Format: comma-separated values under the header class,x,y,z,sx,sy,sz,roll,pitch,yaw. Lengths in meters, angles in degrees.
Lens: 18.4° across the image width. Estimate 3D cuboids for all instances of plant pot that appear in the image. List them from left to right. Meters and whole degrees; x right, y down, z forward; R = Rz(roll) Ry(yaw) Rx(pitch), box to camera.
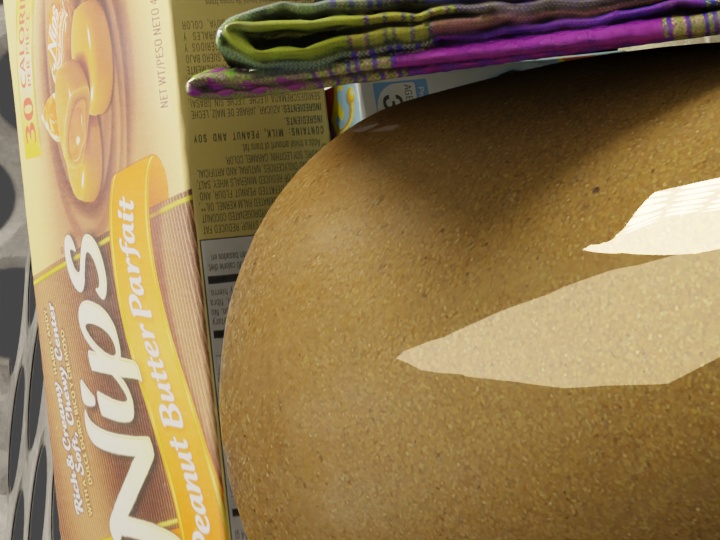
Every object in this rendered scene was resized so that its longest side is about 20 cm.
class,x,y,z,sx,sy,sz,roll,pitch,yaw
plant pot,0.091,0.018,0.535,0.200,0.186,0.186,-26,59,59

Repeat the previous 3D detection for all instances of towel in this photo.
class,x,y,z,sx,sy,sz,roll,pitch,yaw
towel,0.063,-0.065,0.546,0.144,0.200,0.023,-63,-34,-83

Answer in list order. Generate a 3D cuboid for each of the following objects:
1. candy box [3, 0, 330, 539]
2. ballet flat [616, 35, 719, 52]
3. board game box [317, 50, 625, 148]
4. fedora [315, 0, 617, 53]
class,x,y,z,sx,sy,sz,roll,pitch,yaw
candy box,-0.056,-0.004,0.689,0.115,0.055,0.200,-4,93,58
ballet flat,0.090,-0.025,0.750,0.200,0.067,0.062,116,146,-56
board game box,0.000,0.000,0.752,0.200,0.103,0.105,-16,83,58
fedora,0.031,-0.129,0.744,0.092,0.201,0.201,-50,-3,-27
